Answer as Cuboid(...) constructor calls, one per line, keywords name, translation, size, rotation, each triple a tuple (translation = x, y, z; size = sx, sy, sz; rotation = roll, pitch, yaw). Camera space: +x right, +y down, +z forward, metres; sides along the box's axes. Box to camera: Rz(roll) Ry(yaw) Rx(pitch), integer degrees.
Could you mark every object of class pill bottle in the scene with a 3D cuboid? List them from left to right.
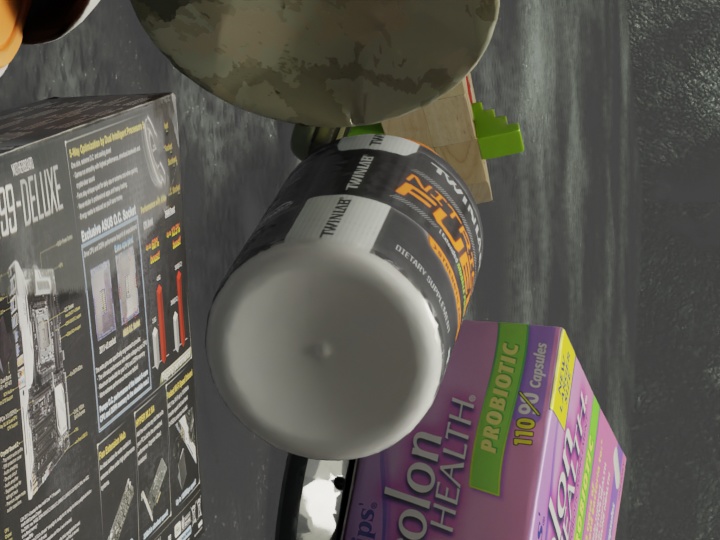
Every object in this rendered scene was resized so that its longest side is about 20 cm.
Cuboid(name="pill bottle", translation=(0.000, 0.000, 1.009), size=(0.200, 0.106, 0.106), rotation=(-66, 152, -66))

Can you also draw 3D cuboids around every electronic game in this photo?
Cuboid(name="electronic game", translation=(-0.004, 0.138, 1.134), size=(0.200, 0.042, 0.200), rotation=(3, 90, -71))

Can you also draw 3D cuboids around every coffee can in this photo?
Cuboid(name="coffee can", translation=(-0.006, -0.179, 0.886), size=(0.146, 0.146, 0.200), rotation=(77, 16, -45))

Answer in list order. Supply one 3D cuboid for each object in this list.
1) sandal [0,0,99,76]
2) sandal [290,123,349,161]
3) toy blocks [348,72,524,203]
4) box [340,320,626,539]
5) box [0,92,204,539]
Cuboid(name="sandal", translation=(-0.088, -0.141, 0.696), size=(0.207, 0.059, 0.079), rotation=(-78, 163, -48))
Cuboid(name="sandal", translation=(-0.011, -0.154, 1.113), size=(0.080, 0.057, 0.201), rotation=(72, 34, -72))
Cuboid(name="toy blocks", translation=(0.034, -0.130, 1.268), size=(0.200, 0.100, 0.137), rotation=(69, 11, -62))
Cuboid(name="box", translation=(0.066, 0.142, 1.129), size=(0.200, 0.097, 0.176), rotation=(56, 41, -60))
Cuboid(name="box", translation=(-0.099, 0.034, 0.653), size=(0.200, 0.050, 0.158), rotation=(-45, 133, -75))
